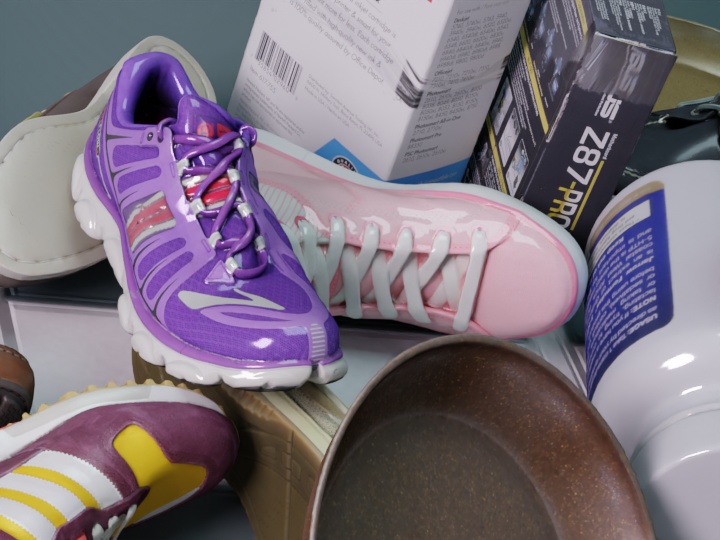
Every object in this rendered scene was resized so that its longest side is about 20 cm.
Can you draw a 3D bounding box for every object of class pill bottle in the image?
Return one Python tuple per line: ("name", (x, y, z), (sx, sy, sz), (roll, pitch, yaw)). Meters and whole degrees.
("pill bottle", (0.160, 0.051, 1.101), (0.119, 0.120, 0.201), (16, 34, -7))

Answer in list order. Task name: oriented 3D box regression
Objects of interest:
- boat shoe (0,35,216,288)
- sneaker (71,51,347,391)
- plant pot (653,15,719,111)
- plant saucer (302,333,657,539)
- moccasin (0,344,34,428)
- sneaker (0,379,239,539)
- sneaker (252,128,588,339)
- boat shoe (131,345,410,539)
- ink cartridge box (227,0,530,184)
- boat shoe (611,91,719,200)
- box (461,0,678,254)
("boat shoe", (-0.134, -0.042, 1.127), (0.072, 0.059, 0.200), (51, 35, -11))
("sneaker", (-0.067, -0.022, 1.012), (0.080, 0.084, 0.200), (-5, 37, -31))
("plant pot", (0.194, -0.079, 1.381), (0.198, 0.028, 0.201), (14, 35, -10))
("plant saucer", (0.042, 0.127, 0.931), (0.199, 0.036, 0.202), (16, 67, -42))
("moccasin", (-0.228, 0.029, 0.975), (0.199, 0.074, 0.078), (7, 43, -3))
("sneaker", (-0.126, 0.104, 0.928), (0.199, 0.075, 0.090), (-11, 53, -29))
("sneaker", (0.000, 0.000, 1.124), (0.199, 0.076, 0.105), (18, 29, 9))
("boat shoe", (-0.020, 0.076, 1.017), (0.063, 0.074, 0.200), (-15, 40, -35))
("ink cartridge box", (0.017, -0.132, 1.204), (0.068, 0.201, 0.116), (-17, 49, -42))
("boat shoe", (0.192, -0.077, 1.297), (0.199, 0.063, 0.073), (-15, 48, -41))
("box", (0.095, -0.101, 1.239), (0.049, 0.162, 0.201), (12, 34, -12))
